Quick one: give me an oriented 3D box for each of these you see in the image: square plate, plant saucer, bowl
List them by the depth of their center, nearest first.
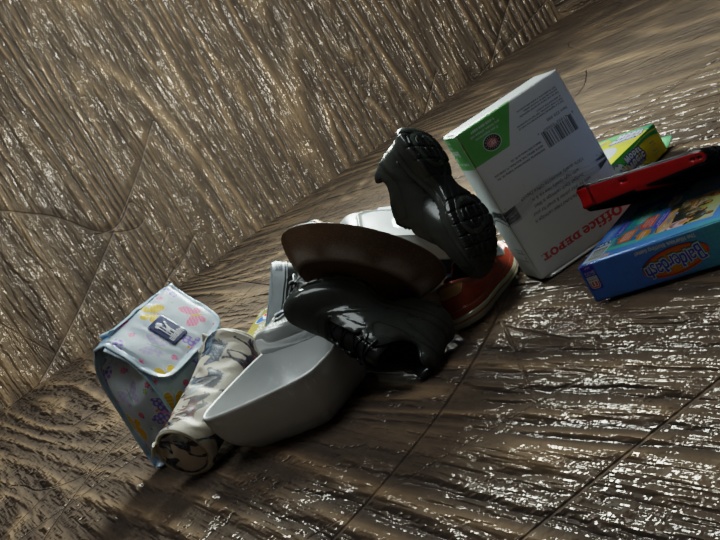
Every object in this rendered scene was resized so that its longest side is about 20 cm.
[{"bbox_3d":[0.000,0.000,1.265,0.200,0.199,0.037,-16,55,55],"label":"plant saucer"},{"bbox_3d":[-0.075,0.138,1.331,0.198,0.075,0.200,-25,14,33],"label":"bowl"},{"bbox_3d":[0.073,-0.051,1.393,0.197,0.029,0.198,-2,15,-2],"label":"square plate"}]

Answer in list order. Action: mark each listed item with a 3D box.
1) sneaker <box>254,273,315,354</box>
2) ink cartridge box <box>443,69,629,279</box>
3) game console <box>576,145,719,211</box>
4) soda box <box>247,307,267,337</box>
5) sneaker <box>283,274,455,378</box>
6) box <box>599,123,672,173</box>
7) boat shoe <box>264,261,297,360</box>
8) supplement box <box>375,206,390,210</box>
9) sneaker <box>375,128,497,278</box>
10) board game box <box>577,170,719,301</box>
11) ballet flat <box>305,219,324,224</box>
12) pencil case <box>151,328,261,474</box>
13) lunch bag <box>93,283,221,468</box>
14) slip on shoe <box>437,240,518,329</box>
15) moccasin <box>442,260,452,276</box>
[{"bbox_3d":[-0.073,0.035,1.370,0.074,0.083,0.200,-22,14,45],"label":"sneaker"},{"bbox_3d":[0.213,-0.112,1.293,0.145,0.201,0.084,-32,8,-5],"label":"ink cartridge box"},{"bbox_3d":[0.346,-0.108,1.156,0.199,0.031,0.176,-12,-7,-40],"label":"game console"},{"bbox_3d":[-0.130,0.104,1.664,0.067,0.064,0.200,-29,12,13],"label":"soda box"},{"bbox_3d":[0.004,0.066,1.222,0.198,0.077,0.091,10,41,11],"label":"sneaker"},{"bbox_3d":[0.328,-0.133,1.468,0.200,0.049,0.117,-38,12,-35],"label":"box"},{"bbox_3d":[-0.095,0.079,1.473,0.067,0.202,0.074,4,24,-8],"label":"boat shoe"},{"bbox_3d":[0.048,-0.033,1.671,0.101,0.104,0.200,-34,13,-16],"label":"supplement box"},{"bbox_3d":[0.088,-0.069,1.280,0.075,0.201,0.091,-6,-31,-46],"label":"sneaker"},{"bbox_3d":[0.333,-0.047,1.075,0.199,0.045,0.152,-22,14,45],"label":"board game box"},{"bbox_3d":[-0.032,0.008,1.647,0.067,0.202,0.068,13,-40,-43],"label":"ballet flat"},{"bbox_3d":[-0.198,0.168,1.406,0.088,0.078,0.201,5,44,18],"label":"pencil case"},{"bbox_3d":[-0.260,0.140,1.509,0.126,0.201,0.170,-24,13,37],"label":"lunch bag"},{"bbox_3d":[0.145,0.003,1.344,0.074,0.062,0.200,-27,10,32],"label":"slip on shoe"},{"bbox_3d":[0.060,-0.033,1.513,0.197,0.069,0.081,0,14,6],"label":"moccasin"}]
